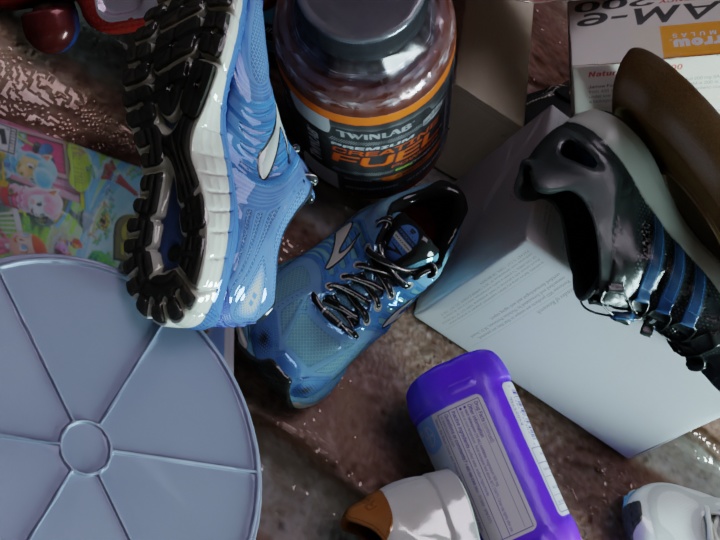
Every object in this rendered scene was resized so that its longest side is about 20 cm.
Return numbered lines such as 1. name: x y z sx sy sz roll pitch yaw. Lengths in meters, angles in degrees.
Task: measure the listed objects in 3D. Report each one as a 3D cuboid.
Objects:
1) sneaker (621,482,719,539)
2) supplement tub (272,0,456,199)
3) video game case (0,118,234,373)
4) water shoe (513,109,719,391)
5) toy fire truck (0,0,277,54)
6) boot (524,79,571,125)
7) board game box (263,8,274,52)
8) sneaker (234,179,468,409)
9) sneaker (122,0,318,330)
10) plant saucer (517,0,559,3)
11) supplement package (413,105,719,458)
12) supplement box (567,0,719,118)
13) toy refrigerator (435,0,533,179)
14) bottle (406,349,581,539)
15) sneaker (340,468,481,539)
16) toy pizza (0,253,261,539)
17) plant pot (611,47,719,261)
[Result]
1. sneaker: 0.265 0.184 0.850 0.198 0.086 0.076 22 53 -26
2. supplement tub: 0.003 -0.121 0.734 0.105 0.200 0.109 -1 74 3
3. video game case: -0.147 0.024 0.654 0.180 0.022 0.203 18 54 -31
4. water shoe: 0.162 0.006 0.735 0.078 0.071 0.201 -35 92 -15
5. toy fire truck: -0.150 -0.214 0.701 0.112 0.196 0.171 -51 132 -82
6. boot: 0.205 -0.140 0.955 0.198 0.150 0.074 -10 70 -42
7. board game box: -0.061 -0.220 0.835 0.198 0.047 0.153 2 64 -51
8. sneaker: 0.000 0.000 0.741 0.079 0.090 0.200 47 45 -5
9. sneaker: -0.072 -0.065 0.658 0.089 0.078 0.204 18 71 -50
10. plant saucer: 0.067 -0.218 0.809 0.197 0.037 0.199 22 25 27
11. supplement package: 0.155 0.013 0.839 0.199 0.119 0.122 34 49 -18
12. supplement box: 0.210 -0.090 0.870 0.124 0.202 0.074 -3 46 9
13. toy refrigerator: 0.083 -0.172 0.928 0.069 0.076 0.202 28 49 -23
14. bottle: 0.090 0.149 0.729 0.064 0.084 0.203 -22 76 -2
15. sneaker: 0.037 0.214 0.668 0.083 0.073 0.203 -11 71 -17
16. toy pizza: -0.135 0.088 0.588 0.198 0.032 0.203 20 55 -31
17. plant pot: 0.203 -0.038 0.732 0.201 0.027 0.200 56 4 -5
